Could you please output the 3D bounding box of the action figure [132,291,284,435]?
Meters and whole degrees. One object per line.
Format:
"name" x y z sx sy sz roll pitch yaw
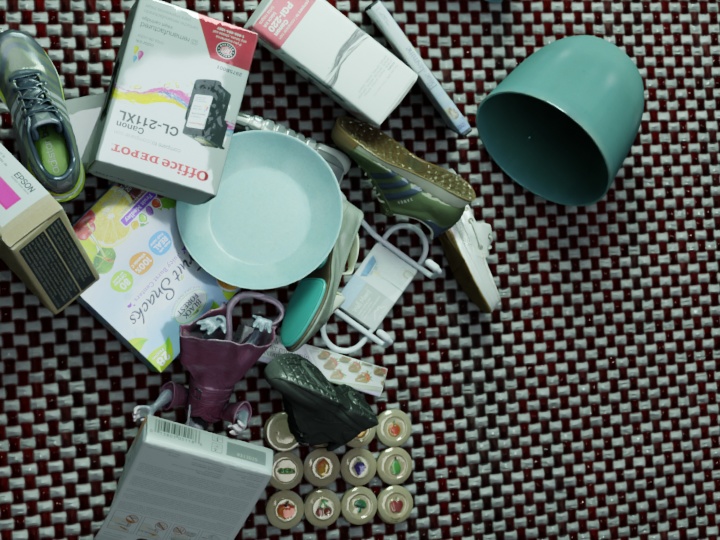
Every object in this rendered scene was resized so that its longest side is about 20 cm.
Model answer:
"action figure" -0.186 0.130 1.598 0.134 0.149 0.200 20 124 -1

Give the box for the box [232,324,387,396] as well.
"box" -0.065 0.115 1.679 0.200 0.041 0.039 18 83 -18

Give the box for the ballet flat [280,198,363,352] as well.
"ballet flat" -0.039 0.010 1.616 0.064 0.067 0.200 22 79 -36

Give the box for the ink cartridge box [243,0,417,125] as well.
"ink cartridge box" -0.040 -0.273 1.641 0.200 0.146 0.085 35 92 -13

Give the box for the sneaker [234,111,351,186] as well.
"sneaker" -0.115 -0.123 1.654 0.200 0.075 0.116 19 85 -18

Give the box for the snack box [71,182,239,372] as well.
"snack box" -0.262 -0.003 1.604 0.200 0.068 0.169 45 75 -13

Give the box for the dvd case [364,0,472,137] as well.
"dvd case" 0.072 -0.259 1.685 0.018 0.143 0.200 -37 99 3

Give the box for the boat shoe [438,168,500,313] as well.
"boat shoe" 0.145 -0.042 1.736 0.069 0.071 0.200 -28 95 -16

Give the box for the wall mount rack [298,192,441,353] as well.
"wall mount rack" 0.000 0.000 1.687 0.174 0.075 0.200 36 76 0

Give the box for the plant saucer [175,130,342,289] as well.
"plant saucer" -0.122 -0.070 1.595 0.201 0.039 0.201 1 76 -3

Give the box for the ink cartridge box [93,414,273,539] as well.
"ink cartridge box" -0.213 0.271 1.584 0.162 0.200 0.050 18 39 -17

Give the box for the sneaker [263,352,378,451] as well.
"sneaker" -0.060 0.171 1.607 0.091 0.076 0.200 -42 135 9

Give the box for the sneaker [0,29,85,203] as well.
"sneaker" -0.354 -0.176 1.463 0.074 0.081 0.200 -23 92 -16

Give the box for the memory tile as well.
"memory tile" -0.026 0.254 1.698 0.200 0.017 0.153 1 88 -18

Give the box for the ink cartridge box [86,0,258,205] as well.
"ink cartridge box" -0.215 -0.191 1.508 0.146 0.083 0.200 16 81 -17

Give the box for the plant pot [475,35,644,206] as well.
"plant pot" 0.278 -0.211 1.729 0.201 0.201 0.161 44 65 -12

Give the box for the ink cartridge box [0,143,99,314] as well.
"ink cartridge box" -0.394 -0.067 1.471 0.075 0.165 0.200 -40 67 -16

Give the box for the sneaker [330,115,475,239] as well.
"sneaker" 0.039 -0.109 1.665 0.200 0.067 0.090 29 122 -5

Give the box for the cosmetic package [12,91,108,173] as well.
"cosmetic package" -0.309 -0.165 1.575 0.200 0.107 0.090 -11 90 -20

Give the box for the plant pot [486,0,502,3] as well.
"plant pot" 0.155 -0.484 1.689 0.196 0.200 0.196 14 83 -18
